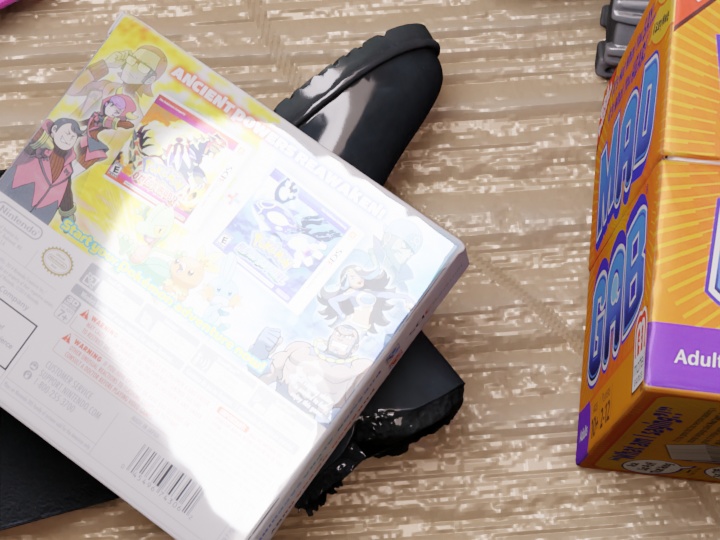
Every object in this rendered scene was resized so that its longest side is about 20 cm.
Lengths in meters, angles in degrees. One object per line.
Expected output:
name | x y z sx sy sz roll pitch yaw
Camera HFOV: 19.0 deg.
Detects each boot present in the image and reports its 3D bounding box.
boot | 0.000 0.000 1.042 0.200 0.076 0.168 -38 78 -7

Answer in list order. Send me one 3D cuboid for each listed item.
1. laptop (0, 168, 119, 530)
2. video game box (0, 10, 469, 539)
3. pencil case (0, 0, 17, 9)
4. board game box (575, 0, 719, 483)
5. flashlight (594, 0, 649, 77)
laptop | -0.236 0.063 1.051 0.199 0.103 0.178 -25 76 18
video game box | -0.082 0.009 0.986 0.200 0.047 0.182 35 85 13
pencil case | -0.152 -0.189 1.082 0.199 0.088 0.089 -29 79 -8
board game box | 0.217 -0.011 0.991 0.199 0.200 0.201 6 76 -1
flashlight | 0.223 -0.124 1.088 0.199 0.068 0.068 8 77 -1
